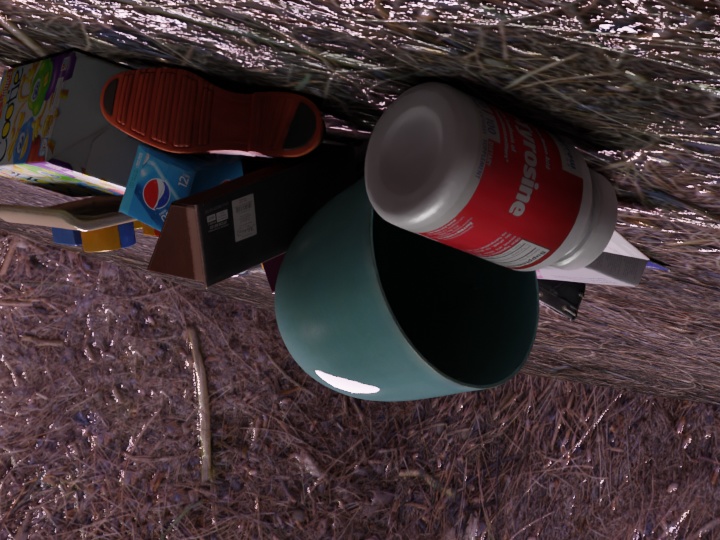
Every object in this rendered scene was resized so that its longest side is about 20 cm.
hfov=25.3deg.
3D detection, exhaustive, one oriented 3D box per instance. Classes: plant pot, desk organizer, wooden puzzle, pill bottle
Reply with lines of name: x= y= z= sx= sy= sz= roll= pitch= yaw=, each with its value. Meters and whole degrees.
plant pot: x=0.024 y=0.017 z=1.335 sx=0.200 sy=0.202 sz=0.160 roll=19 pitch=152 yaw=-40
desk organizer: x=-0.093 y=-0.055 z=1.387 sx=0.077 sy=0.072 sz=0.199 roll=10 pitch=-155 yaw=39
wooden puzzle: x=-0.238 y=-0.052 z=1.601 sx=0.199 sy=0.047 sz=0.185 roll=-9 pitch=-171 yaw=-33
pill bottle: x=0.108 y=-0.065 z=1.253 sx=0.199 sy=0.113 sz=0.112 roll=18 pitch=172 yaw=-41

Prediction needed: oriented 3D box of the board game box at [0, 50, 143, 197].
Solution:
board game box: x=-0.270 y=-0.133 z=1.506 sx=0.102 sy=0.106 sz=0.199 roll=17 pitch=173 yaw=-29

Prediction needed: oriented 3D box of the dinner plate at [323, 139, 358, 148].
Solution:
dinner plate: x=-0.008 y=-0.099 z=1.631 sx=0.198 sy=0.024 sz=0.200 roll=13 pitch=175 yaw=1

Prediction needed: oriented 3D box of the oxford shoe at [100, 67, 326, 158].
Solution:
oxford shoe: x=-0.127 y=-0.129 z=1.398 sx=0.198 sy=0.072 sz=0.073 roll=13 pitch=179 yaw=6

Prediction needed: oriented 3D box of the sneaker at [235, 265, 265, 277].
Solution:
sneaker: x=-0.077 y=-0.012 z=1.878 sx=0.199 sy=0.086 sz=0.077 roll=-16 pitch=-150 yaw=-31

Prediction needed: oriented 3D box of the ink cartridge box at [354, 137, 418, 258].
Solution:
ink cartridge box: x=0.065 y=-0.048 z=1.524 sx=0.050 sy=0.110 sz=0.200 roll=-36 pitch=153 yaw=18

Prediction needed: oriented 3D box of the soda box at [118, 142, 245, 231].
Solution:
soda box: x=-0.135 y=-0.085 z=1.467 sx=0.064 sy=0.068 sz=0.200 roll=25 pitch=-161 yaw=18

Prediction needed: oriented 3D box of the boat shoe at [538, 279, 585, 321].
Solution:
boat shoe: x=0.179 y=0.010 z=1.986 sx=0.198 sy=0.068 sz=0.072 roll=15 pitch=-175 yaw=7

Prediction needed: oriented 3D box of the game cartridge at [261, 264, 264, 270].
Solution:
game cartridge: x=0.010 y=-0.030 z=1.761 sx=0.199 sy=0.033 sz=0.176 roll=-16 pitch=-166 yaw=-38

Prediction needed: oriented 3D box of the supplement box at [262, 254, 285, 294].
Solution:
supplement box: x=0.000 y=0.000 z=1.553 sx=0.110 sy=0.086 sz=0.200 roll=-32 pitch=143 yaw=17

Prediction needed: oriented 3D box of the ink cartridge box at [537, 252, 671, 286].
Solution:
ink cartridge box: x=0.215 y=-0.015 z=1.819 sx=0.199 sy=0.044 sz=0.196 roll=20 pitch=171 yaw=-38

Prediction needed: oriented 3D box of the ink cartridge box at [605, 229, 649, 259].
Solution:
ink cartridge box: x=0.163 y=-0.063 z=1.474 sx=0.172 sy=0.044 sz=0.200 roll=10 pitch=173 yaw=27
